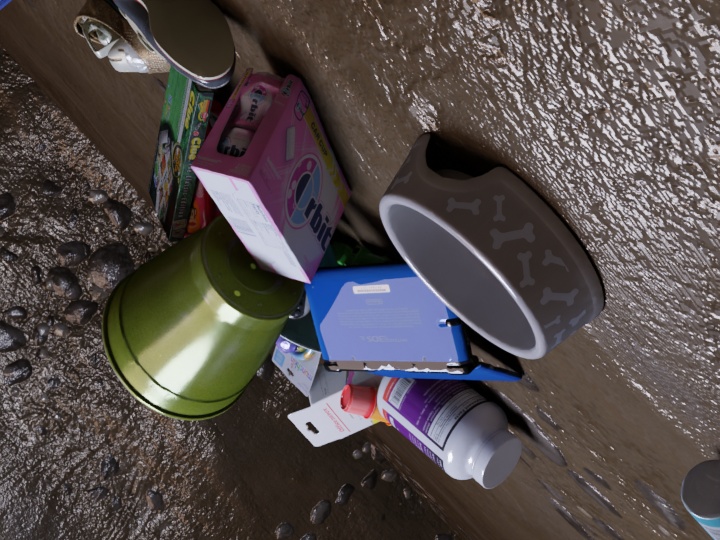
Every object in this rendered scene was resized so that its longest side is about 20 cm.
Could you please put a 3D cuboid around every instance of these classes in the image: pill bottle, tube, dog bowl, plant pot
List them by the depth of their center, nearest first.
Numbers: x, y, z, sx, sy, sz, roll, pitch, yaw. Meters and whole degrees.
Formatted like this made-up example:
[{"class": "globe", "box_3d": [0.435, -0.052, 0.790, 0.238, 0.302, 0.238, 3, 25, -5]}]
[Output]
[{"class": "dog bowl", "box_3d": [0.094, -0.012, 0.710, 0.200, 0.059, 0.200, 44, 168, 12]}, {"class": "tube", "box_3d": [0.330, 0.231, 0.754, 0.200, 0.050, 0.077, 47, 173, -32]}, {"class": "plant pot", "box_3d": [-0.164, 0.037, 1.022, 0.200, 0.201, 0.193, 45, 133, -5]}, {"class": "pill bottle", "box_3d": [0.120, 0.202, 1.218, 0.199, 0.113, 0.113, 36, 166, 39]}]

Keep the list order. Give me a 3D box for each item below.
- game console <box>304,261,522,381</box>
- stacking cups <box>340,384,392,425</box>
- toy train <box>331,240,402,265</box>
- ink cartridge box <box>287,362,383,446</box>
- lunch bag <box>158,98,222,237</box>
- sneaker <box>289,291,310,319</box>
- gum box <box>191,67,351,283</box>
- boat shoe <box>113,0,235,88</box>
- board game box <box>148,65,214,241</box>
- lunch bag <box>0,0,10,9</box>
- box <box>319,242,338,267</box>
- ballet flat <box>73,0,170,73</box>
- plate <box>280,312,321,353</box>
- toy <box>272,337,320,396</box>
[{"class": "game console", "box_3d": [0.058, 0.061, 0.999, 0.197, 0.118, 0.174, -4, 106, 38]}, {"class": "stacking cups", "box_3d": [0.065, 0.205, 1.340, 0.197, 0.062, 0.060, 19, 177, -20]}, {"class": "toy train", "box_3d": [0.000, 0.000, 1.088, 0.042, 0.057, 0.199, 40, 172, -24]}, {"class": "ink cartridge box", "box_3d": [-0.009, 0.185, 1.386, 0.117, 0.197, 0.068, 57, -169, -46]}, {"class": "lunch bag", "box_3d": [-0.195, -0.130, 1.130, 0.199, 0.081, 0.180, 6, 98, 61]}, {"class": "sneaker", "box_3d": [-0.091, -0.022, 1.191, 0.081, 0.074, 0.203, 45, -155, -55]}, {"class": "gum box", "box_3d": [-0.081, -0.090, 0.881, 0.065, 0.115, 0.201, 15, 156, 23]}, {"class": "boat shoe", "box_3d": [-0.182, -0.235, 0.869, 0.200, 0.071, 0.063, 47, 156, 24]}, {"class": "board game box", "box_3d": [-0.213, -0.146, 1.056, 0.105, 0.023, 0.202, 61, 141, 42]}, {"class": "lunch bag", "box_3d": [-0.558, -0.442, 1.278, 0.199, 0.161, 0.083, 37, 167, 29]}, {"class": "box", "box_3d": [-0.094, -0.072, 1.037, 0.081, 0.049, 0.202, 14, 137, 37]}, {"class": "ballet flat", "box_3d": [-0.300, -0.285, 1.142, 0.199, 0.065, 0.071, 36, 166, 37]}, {"class": "plate", "box_3d": [-0.070, 0.042, 1.208, 0.200, 0.199, 0.026, 42, 127, 14]}, {"class": "toy", "box_3d": [-0.094, 0.070, 1.342, 0.047, 0.203, 0.115, 7, -161, -37]}]
